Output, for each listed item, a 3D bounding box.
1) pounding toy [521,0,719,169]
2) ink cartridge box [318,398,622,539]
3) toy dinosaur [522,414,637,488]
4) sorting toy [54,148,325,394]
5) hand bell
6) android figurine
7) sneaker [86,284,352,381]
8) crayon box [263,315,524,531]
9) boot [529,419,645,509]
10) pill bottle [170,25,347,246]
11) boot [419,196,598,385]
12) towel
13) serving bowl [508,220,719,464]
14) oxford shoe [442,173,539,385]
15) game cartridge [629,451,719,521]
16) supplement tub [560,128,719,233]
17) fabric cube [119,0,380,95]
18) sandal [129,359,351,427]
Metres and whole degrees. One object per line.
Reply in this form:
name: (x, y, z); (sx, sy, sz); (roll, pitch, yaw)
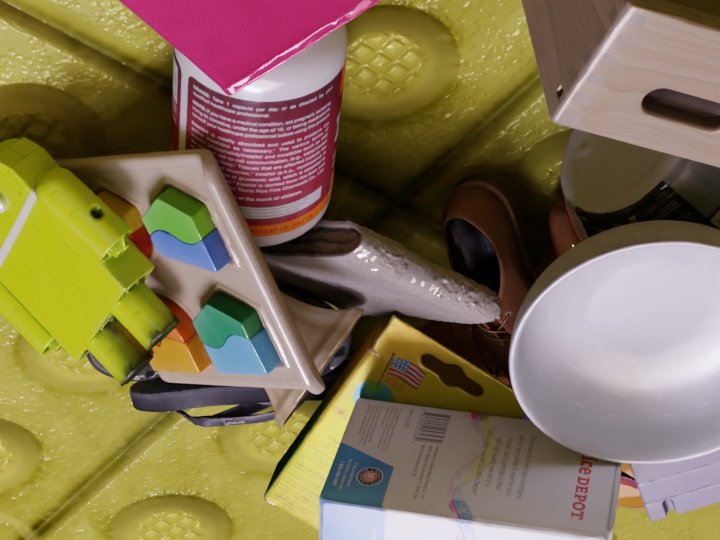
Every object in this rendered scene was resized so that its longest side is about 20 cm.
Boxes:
pounding toy: (0.211, -0.135, 1.330); (0.200, 0.184, 0.142); (13, 134, -22)
ink cartridge box: (0.081, 0.169, 1.459); (0.200, 0.145, 0.085); (6, 117, 9)
toy dinosaur: (0.083, 0.174, 1.625); (0.105, 0.200, 0.182); (-2, 129, -54)
sorting toy: (-0.125, 0.005, 1.408); (0.200, 0.036, 0.185); (3, 125, 51)
hand bell: (-0.107, 0.013, 1.489); (0.200, 0.104, 0.104); (36, 129, 2)
android figurine: (-0.214, -0.012, 1.431); (0.200, 0.041, 0.182); (46, 145, 2)
sneaker: (-0.107, 0.046, 1.564); (0.200, 0.076, 0.079); (2, -178, -5)
crayon box: (0.031, 0.126, 1.560); (0.127, 0.051, 0.200); (32, 120, -5)
boot: (0.187, 0.148, 1.714); (0.201, 0.071, 0.144); (-27, 137, 27)
pill bottle: (-0.067, -0.120, 1.356); (0.113, 0.113, 0.200); (-1, 138, -8)
boot: (0.120, 0.024, 1.582); (0.155, 0.077, 0.200); (-10, 145, 8)
towel: (0.000, 0.000, 1.477); (0.132, 0.035, 0.200); (24, 169, -30)
serving bowl: (0.199, 0.040, 1.406); (0.200, 0.066, 0.200); (0, 129, 0)
oxford shoe: (0.106, 0.033, 1.505); (0.071, 0.071, 0.200); (-19, 106, 29)
game cartridge: (0.291, 0.105, 1.531); (0.200, 0.038, 0.130); (-17, 119, 9)
supplement tub: (0.246, -0.045, 1.478); (0.122, 0.123, 0.200); (-35, 132, 26)
fabric cube: (-0.070, -0.261, 1.144); (0.196, 0.200, 0.199); (-32, 134, 23)
sandal: (-0.078, 0.100, 1.600); (0.200, 0.076, 0.043); (-2, 100, -18)
